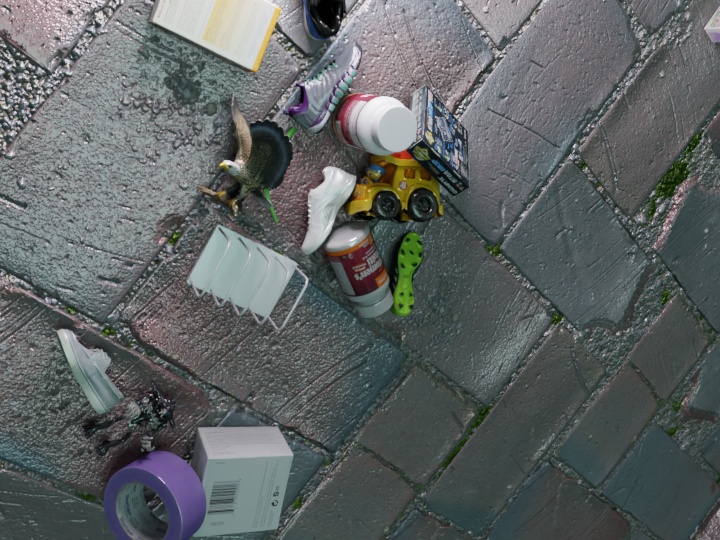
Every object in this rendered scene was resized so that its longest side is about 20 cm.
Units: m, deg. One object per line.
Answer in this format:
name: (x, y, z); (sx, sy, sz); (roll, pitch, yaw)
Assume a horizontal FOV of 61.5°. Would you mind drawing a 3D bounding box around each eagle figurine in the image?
eagle figurine: (-0.213, -0.206, 1.147); (0.151, 0.151, 0.201); (25, 102, -10)

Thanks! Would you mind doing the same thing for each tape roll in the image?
tape roll: (-0.429, 0.489, 1.266); (0.199, 0.085, 0.201); (3, 99, 20)

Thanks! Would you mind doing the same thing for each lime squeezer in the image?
lime squeezer: (-0.184, -0.198, 1.244); (0.071, 0.038, 0.201); (-7, 113, -56)

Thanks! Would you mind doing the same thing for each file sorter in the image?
file sorter: (-0.227, 0.021, 1.242); (0.200, 0.124, 0.139); (28, 95, -31)

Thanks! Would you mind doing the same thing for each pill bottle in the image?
pill bottle: (0.029, -0.291, 1.209); (0.113, 0.200, 0.113); (-9, 111, -23)
pill bottle: (0.000, 0.000, 1.350); (0.109, 0.110, 0.201); (-30, 118, -13)

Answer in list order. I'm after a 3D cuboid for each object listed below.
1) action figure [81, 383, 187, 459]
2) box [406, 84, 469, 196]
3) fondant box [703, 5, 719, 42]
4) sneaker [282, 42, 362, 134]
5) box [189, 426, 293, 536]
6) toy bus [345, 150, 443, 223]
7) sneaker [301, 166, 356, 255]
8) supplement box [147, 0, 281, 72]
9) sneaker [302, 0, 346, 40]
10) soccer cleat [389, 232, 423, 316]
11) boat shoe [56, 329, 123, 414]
action figure: (-0.458, 0.316, 1.251); (0.199, 0.102, 0.119); (-24, 105, -14)
box: (0.169, -0.278, 1.292); (0.046, 0.201, 0.159); (-29, 128, 34)
fondant box: (1.021, -0.690, 1.570); (0.058, 0.144, 0.200); (36, 90, -32)
sneaker: (-0.074, -0.376, 1.207); (0.087, 0.074, 0.200); (28, 95, -25)
box: (-0.278, 0.471, 1.371); (0.199, 0.131, 0.200); (6, 105, -27)
toy bus: (0.074, -0.199, 1.313); (0.199, 0.136, 0.193); (-1, 94, -23)
sneaker: (-0.086, -0.129, 1.297); (0.080, 0.070, 0.201); (26, 92, -15)
supplement box: (-0.261, -0.457, 1.087); (0.199, 0.074, 0.126); (20, 99, -29)
sneaker: (-0.079, -0.535, 1.124); (0.076, 0.111, 0.201); (-16, 114, -19)
soccer cleat: (0.100, 0.008, 1.429); (0.067, 0.081, 0.201); (13, 80, -20)
boat shoe: (-0.530, 0.190, 1.197); (0.071, 0.070, 0.201); (-30, 122, -26)
